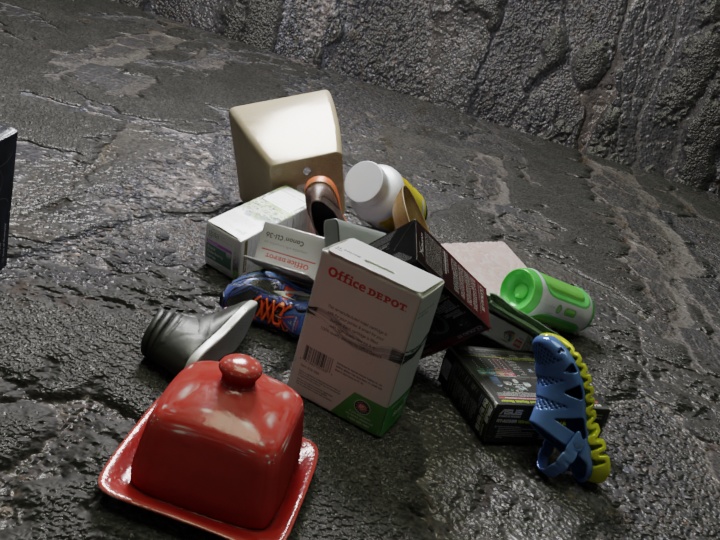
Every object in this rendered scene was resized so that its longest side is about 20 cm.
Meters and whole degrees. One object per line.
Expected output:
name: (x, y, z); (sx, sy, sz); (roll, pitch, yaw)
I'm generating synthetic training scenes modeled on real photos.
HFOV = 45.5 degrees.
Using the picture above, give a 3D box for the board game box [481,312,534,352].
board game box: (0.193, 0.081, 1.378); (0.198, 0.035, 0.126); (29, -1, 26)

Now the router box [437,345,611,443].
router box: (0.228, 0.175, 1.210); (0.197, 0.063, 0.150); (7, 23, -25)

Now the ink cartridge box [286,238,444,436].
ink cartridge box: (0.005, 0.080, 1.082); (0.145, 0.203, 0.083); (25, 24, 19)

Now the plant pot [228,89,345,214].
plant pot: (-0.118, -0.189, 1.581); (0.197, 0.203, 0.178); (-13, 38, -14)

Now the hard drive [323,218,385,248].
hard drive: (0.000, 0.000, 1.301); (0.026, 0.134, 0.199); (-6, -6, 21)

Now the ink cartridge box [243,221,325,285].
ink cartridge box: (-0.083, -0.018, 1.309); (0.115, 0.069, 0.200); (15, -4, 21)

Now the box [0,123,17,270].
box: (-0.523, -0.071, 1.049); (0.122, 0.203, 0.197); (13, 22, -4)

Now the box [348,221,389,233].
box: (-0.008, -0.043, 1.578); (0.197, 0.042, 0.156); (16, 22, -5)

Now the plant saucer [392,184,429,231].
plant saucer: (0.099, -0.053, 1.549); (0.035, 0.203, 0.201); (-20, 18, 13)

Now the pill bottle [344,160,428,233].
pill bottle: (0.048, -0.135, 1.648); (0.111, 0.113, 0.200); (30, -1, 30)

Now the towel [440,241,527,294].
towel: (0.253, 0.019, 1.585); (0.198, 0.032, 0.192); (-3, 44, -41)

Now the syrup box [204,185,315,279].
syrup box: (-0.160, -0.064, 1.414); (0.078, 0.083, 0.199); (27, 37, 26)

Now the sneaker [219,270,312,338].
sneaker: (-0.105, 0.055, 1.236); (0.197, 0.076, 0.079); (8, 27, -18)

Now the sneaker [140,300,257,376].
sneaker: (-0.210, 0.070, 1.118); (0.098, 0.072, 0.200); (27, 28, 10)

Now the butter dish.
butter dish: (-0.136, 0.155, 0.876); (0.196, 0.150, 0.200); (19, 22, 3)

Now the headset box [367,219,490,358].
headset box: (0.076, 0.041, 1.189); (0.199, 0.148, 0.078); (39, 37, -36)

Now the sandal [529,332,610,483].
sandal: (0.253, 0.181, 1.095); (0.086, 0.203, 0.079); (-13, -6, -16)

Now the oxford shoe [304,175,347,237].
oxford shoe: (-0.045, -0.054, 1.421); (0.070, 0.202, 0.073); (-18, 33, 14)

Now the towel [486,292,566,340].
towel: (0.234, 0.070, 1.347); (0.151, 0.024, 0.200); (32, -2, -8)

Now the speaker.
speaker: (0.326, 0.053, 1.488); (0.198, 0.089, 0.088); (18, 15, -44)
